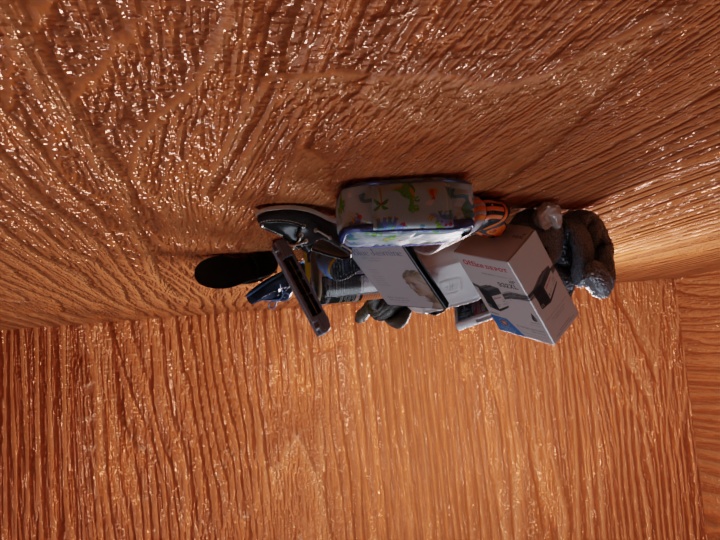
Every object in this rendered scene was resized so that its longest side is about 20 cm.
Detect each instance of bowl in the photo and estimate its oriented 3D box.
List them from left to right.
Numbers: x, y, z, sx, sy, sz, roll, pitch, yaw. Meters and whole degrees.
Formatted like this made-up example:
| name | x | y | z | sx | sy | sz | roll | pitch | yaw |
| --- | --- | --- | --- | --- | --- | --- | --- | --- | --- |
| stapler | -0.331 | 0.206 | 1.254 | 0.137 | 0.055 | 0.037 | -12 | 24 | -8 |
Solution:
| name | x | y | z | sx | sy | sz | roll | pitch | yaw |
| --- | --- | --- | --- | --- | --- | --- | --- | --- | --- |
| bowl | 0.165 | 0.005 | 1.489 | 0.195 | 0.076 | 0.202 | -13 | 140 | 0 |

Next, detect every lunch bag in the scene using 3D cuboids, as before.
| name | x | y | z | sx | sy | sz | roll | pitch | yaw |
| --- | --- | --- | --- | --- | --- | --- | --- | --- | --- |
| lunch bag | 0.063 | -0.081 | 1.121 | 0.194 | 0.085 | 0.161 | -3 | 176 | -8 |

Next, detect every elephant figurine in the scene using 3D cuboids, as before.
| name | x | y | z | sx | sy | sz | roll | pitch | yaw |
| --- | --- | --- | --- | --- | --- | --- | --- | --- | --- |
| elephant figurine | 0.071 | 0.066 | 1.780 | 0.141 | 0.201 | 0.155 | 38 | -178 | 22 |

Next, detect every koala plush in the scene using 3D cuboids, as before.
| name | x | y | z | sx | sy | sz | roll | pitch | yaw |
| --- | --- | --- | --- | --- | --- | --- | --- | --- | --- |
| koala plush | 0.346 | -0.052 | 1.415 | 0.197 | 0.188 | 0.176 | 22 | 155 | -26 |

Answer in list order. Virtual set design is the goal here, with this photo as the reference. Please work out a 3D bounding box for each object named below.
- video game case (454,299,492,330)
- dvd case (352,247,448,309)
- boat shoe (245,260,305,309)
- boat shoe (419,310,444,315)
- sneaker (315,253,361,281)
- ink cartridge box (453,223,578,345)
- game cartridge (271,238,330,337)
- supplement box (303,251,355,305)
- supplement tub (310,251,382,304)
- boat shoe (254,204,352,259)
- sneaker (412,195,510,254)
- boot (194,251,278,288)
| name | x | y | z | sx | sy | sz | roll | pitch | yaw |
| --- | --- | --- | --- | --- | --- | --- | --- | --- | --- |
| video game case | 0.293 | 0.045 | 1.718 | 0.179 | 0.023 | 0.201 | -21 | -154 | 16 |
| dvd case | 0.064 | 0.004 | 1.410 | 0.140 | 0.018 | 0.201 | 4 | 144 | 39 |
| boat shoe | -0.180 | 0.039 | 1.792 | 0.083 | 0.070 | 0.198 | -20 | -172 | 47 |
| boat shoe | 0.156 | 0.067 | 1.671 | 0.066 | 0.070 | 0.199 | 40 | -171 | 21 |
| sneaker | 0.005 | -0.038 | 1.486 | 0.196 | 0.067 | 0.078 | -17 | -149 | -27 |
| ink cartridge box | 0.274 | 0.021 | 1.358 | 0.084 | 0.202 | 0.144 | -45 | -151 | -19 |
| game cartridge | -0.118 | 0.037 | 1.541 | 0.040 | 0.203 | 0.133 | -28 | 177 | -11 |
| supplement box | -0.061 | 0.015 | 1.750 | 0.106 | 0.113 | 0.200 | -5 | 173 | 4 |
| supplement tub | 0.000 | 0.000 | 1.590 | 0.195 | 0.126 | 0.122 | -5 | 174 | -15 |
| boat shoe | -0.084 | -0.058 | 1.225 | 0.073 | 0.062 | 0.198 | -11 | 165 | 39 |
| sneaker | 0.174 | -0.071 | 1.302 | 0.110 | 0.080 | 0.198 | 1 | 172 | -36 |
| boot | -0.271 | 0.010 | 1.705 | 0.195 | 0.071 | 0.174 | -7 | 174 | -15 |
